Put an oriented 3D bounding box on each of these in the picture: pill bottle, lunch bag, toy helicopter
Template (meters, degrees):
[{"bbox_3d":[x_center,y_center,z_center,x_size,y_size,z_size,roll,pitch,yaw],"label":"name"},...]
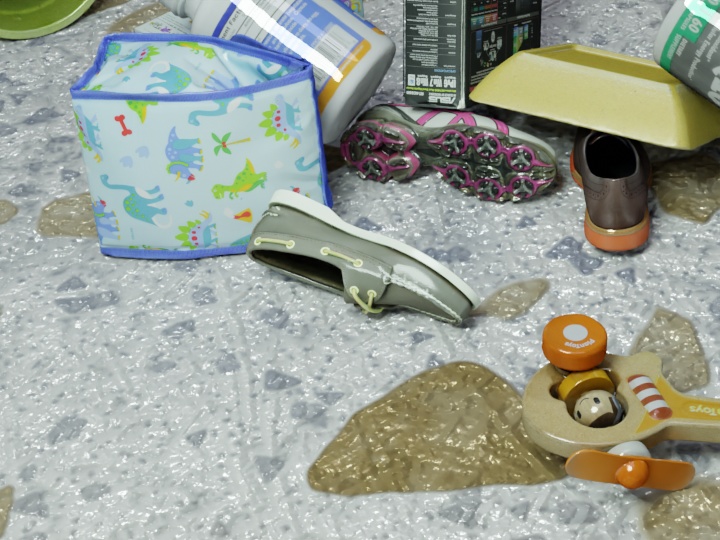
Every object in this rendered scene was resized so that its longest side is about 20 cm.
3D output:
[{"bbox_3d":[0.349,-0.163,1.402,0.200,0.113,0.113,38,51,17],"label":"pill bottle"},{"bbox_3d":[-0.127,-0.105,1.452,0.199,0.170,0.128,4,38,14],"label":"lunch bag"},{"bbox_3d":[0.212,0.107,1.201,0.199,0.079,0.132,5,38,8],"label":"toy helicopter"},{"bbox_3d":[-0.078,-0.212,1.504,0.200,0.112,0.112,37,48,6],"label":"pill bottle"}]

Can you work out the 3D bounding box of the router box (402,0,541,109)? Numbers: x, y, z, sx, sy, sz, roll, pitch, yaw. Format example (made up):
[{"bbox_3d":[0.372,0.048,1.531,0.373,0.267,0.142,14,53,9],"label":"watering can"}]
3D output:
[{"bbox_3d":[0.105,-0.233,1.555,0.062,0.150,0.200,6,14,25],"label":"router box"}]

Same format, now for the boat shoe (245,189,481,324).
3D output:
[{"bbox_3d":[0.001,0.001,1.379,0.201,0.072,0.060,25,71,22],"label":"boat shoe"}]

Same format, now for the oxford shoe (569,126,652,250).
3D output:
[{"bbox_3d":[0.218,-0.098,1.474,0.071,0.073,0.200,-5,33,3],"label":"oxford shoe"}]

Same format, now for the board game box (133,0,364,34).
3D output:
[{"bbox_3d":[-0.101,-0.211,1.645,0.200,0.103,0.105,-31,44,-30],"label":"board game box"}]

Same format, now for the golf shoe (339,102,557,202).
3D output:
[{"bbox_3d":[0.086,-0.118,1.522,0.200,0.073,0.092,13,39,23],"label":"golf shoe"}]

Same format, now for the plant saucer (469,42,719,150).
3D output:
[{"bbox_3d":[0.223,-0.160,1.509,0.200,0.049,0.200,17,17,22],"label":"plant saucer"}]

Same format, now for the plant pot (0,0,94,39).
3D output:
[{"bbox_3d":[-0.386,-0.368,1.852,0.200,0.201,0.190,-18,25,-16],"label":"plant pot"}]
